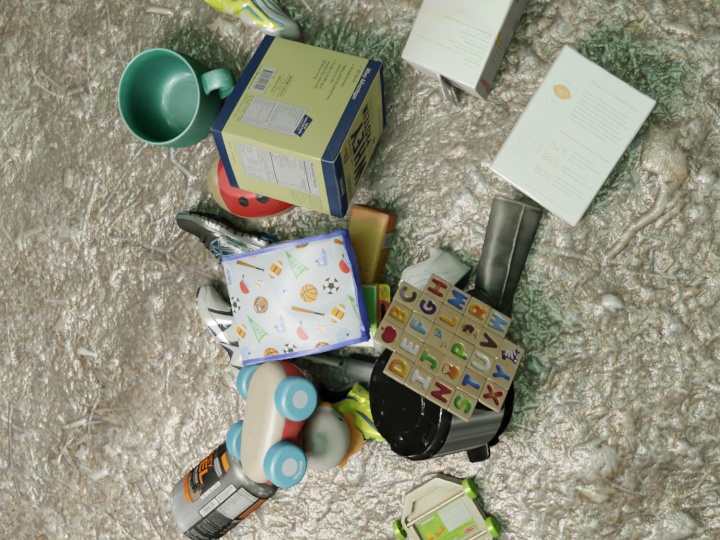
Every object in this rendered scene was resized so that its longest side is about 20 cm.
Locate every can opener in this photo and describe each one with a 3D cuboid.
[{"bbox_3d":[-0.007,0.140,1.275,0.195,0.053,0.069,11,98,14],"label":"can opener"}]

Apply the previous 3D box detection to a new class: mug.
[{"bbox_3d":[-0.295,-0.277,1.294,0.181,0.114,0.155,21,100,13],"label":"mug"}]

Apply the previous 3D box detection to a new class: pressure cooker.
[{"bbox_3d":[0.131,0.182,1.167,0.178,0.197,0.180,34,115,46],"label":"pressure cooker"}]

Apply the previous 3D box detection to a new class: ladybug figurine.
[{"bbox_3d":[-0.169,-0.155,1.288,0.195,0.072,0.140,-7,92,17],"label":"ladybug figurine"}]

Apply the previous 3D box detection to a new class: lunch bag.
[{"bbox_3d":[-0.085,0.038,1.161,0.196,0.123,0.174,-13,92,25],"label":"lunch bag"}]

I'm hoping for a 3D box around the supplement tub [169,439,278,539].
[{"bbox_3d":[-0.218,0.359,1.320,0.199,0.122,0.123,-41,83,15],"label":"supplement tub"}]

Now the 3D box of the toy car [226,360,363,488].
[{"bbox_3d":[-0.079,0.238,1.202,0.183,0.196,0.182,3,82,59],"label":"toy car"}]

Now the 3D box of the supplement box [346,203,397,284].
[{"bbox_3d":[0.000,0.000,1.255,0.065,0.069,0.205,17,98,14],"label":"supplement box"}]

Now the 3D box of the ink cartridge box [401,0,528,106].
[{"bbox_3d":[0.152,-0.352,1.147,0.123,0.128,0.204,26,101,13],"label":"ink cartridge box"}]

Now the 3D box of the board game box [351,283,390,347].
[{"bbox_3d":[-0.049,0.069,1.230,0.195,0.030,0.098,0,96,13],"label":"board game box"}]

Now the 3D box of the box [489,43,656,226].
[{"bbox_3d":[0.304,-0.191,1.126,0.151,0.106,0.202,35,103,11],"label":"box"}]

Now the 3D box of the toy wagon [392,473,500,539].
[{"bbox_3d":[0.150,0.436,1.260,0.154,0.039,0.202,-34,86,17],"label":"toy wagon"}]

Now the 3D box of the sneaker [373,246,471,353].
[{"bbox_3d":[0.082,0.046,1.207,0.080,0.071,0.200,40,69,18],"label":"sneaker"}]

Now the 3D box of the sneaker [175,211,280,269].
[{"bbox_3d":[-0.231,-0.043,1.316,0.196,0.073,0.084,22,101,14],"label":"sneaker"}]

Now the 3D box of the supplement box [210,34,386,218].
[{"bbox_3d":[-0.085,-0.219,1.180,0.195,0.135,0.203,17,63,14],"label":"supplement box"}]

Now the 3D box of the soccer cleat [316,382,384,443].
[{"bbox_3d":[0.011,0.229,1.271,0.195,0.065,0.086,5,94,16],"label":"soccer cleat"}]

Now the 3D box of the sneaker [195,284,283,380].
[{"bbox_3d":[-0.185,0.087,1.315,0.128,0.080,0.201,-33,71,3],"label":"sneaker"}]

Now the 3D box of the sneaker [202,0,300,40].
[{"bbox_3d":[-0.170,-0.452,1.262,0.197,0.076,0.107,29,101,13],"label":"sneaker"}]

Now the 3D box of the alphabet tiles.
[{"bbox_3d":[0.122,0.102,1.072,0.197,0.006,0.168,29,64,4],"label":"alphabet tiles"}]

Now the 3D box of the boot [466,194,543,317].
[{"bbox_3d":[0.187,-0.010,1.157,0.072,0.179,0.205,32,112,43],"label":"boot"}]
